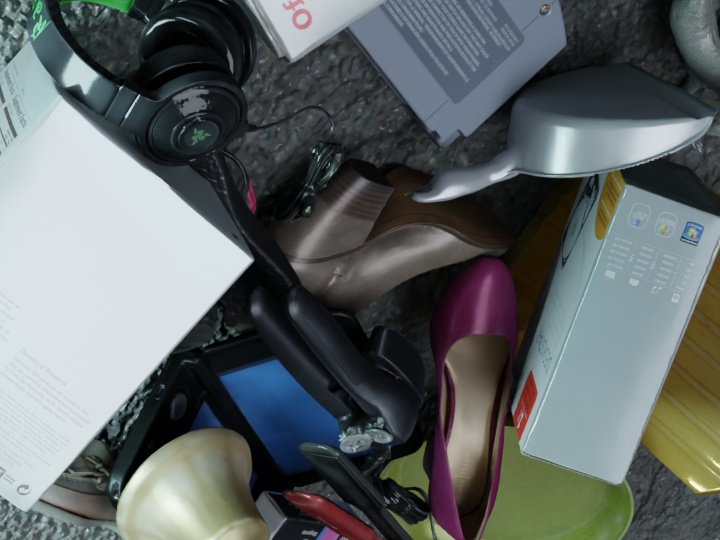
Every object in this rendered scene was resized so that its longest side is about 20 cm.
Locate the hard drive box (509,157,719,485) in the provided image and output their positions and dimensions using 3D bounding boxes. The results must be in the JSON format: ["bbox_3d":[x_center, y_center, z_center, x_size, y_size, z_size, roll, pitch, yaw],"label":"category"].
[{"bbox_3d":[0.175,0.025,1.565,0.076,0.156,0.201,18,103,-6],"label":"hard drive box"}]

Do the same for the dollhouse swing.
[{"bbox_3d":[0.219,0.046,1.666,0.181,0.176,0.200,22,109,-44],"label":"dollhouse swing"}]

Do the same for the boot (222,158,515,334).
[{"bbox_3d":[0.000,0.000,1.557,0.200,0.070,0.146,20,116,-42],"label":"boot"}]

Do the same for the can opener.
[{"bbox_3d":[-0.019,0.061,1.469,0.063,0.079,0.200,-13,149,26],"label":"can opener"}]

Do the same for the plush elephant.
[{"bbox_3d":[0.297,-0.140,1.589,0.164,0.155,0.201,6,118,-39],"label":"plush elephant"}]

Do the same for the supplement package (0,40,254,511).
[{"bbox_3d":[-0.193,-0.002,1.313,0.152,0.151,0.200,41,95,-23],"label":"supplement package"}]

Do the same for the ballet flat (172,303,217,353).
[{"bbox_3d":[-0.187,0.025,1.456,0.199,0.057,0.067,0,146,-30],"label":"ballet flat"}]

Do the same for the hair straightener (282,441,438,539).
[{"bbox_3d":[0.019,0.161,1.577,0.200,0.041,0.077,38,63,-46],"label":"hair straightener"}]

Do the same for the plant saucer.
[{"bbox_3d":[0.110,0.170,1.728,0.199,0.031,0.200,3,139,2],"label":"plant saucer"}]

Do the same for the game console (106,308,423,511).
[{"bbox_3d":[-0.062,0.136,1.552,0.176,0.116,0.200,-64,150,-24],"label":"game console"}]

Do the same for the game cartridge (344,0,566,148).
[{"bbox_3d":[0.055,-0.181,1.471,0.133,0.041,0.200,-40,137,2],"label":"game cartridge"}]

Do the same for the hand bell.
[{"bbox_3d":[-0.062,0.202,1.433,0.104,0.200,0.104,-25,140,-24],"label":"hand bell"}]

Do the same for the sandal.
[{"bbox_3d":[-0.099,-0.045,1.445,0.075,0.045,0.200,-11,131,26],"label":"sandal"}]

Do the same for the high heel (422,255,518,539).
[{"bbox_3d":[0.086,0.093,1.577,0.067,0.096,0.201,-3,121,-14],"label":"high heel"}]

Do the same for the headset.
[{"bbox_3d":[-0.102,-0.099,1.284,0.199,0.124,0.094,26,123,-15],"label":"headset"}]

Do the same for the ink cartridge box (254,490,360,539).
[{"bbox_3d":[-0.085,0.244,1.595,0.095,0.037,0.200,14,117,-51],"label":"ink cartridge box"}]

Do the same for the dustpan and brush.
[{"bbox_3d":[0.125,-0.087,1.528,0.199,0.140,0.058,-10,114,-21],"label":"dustpan and brush"}]

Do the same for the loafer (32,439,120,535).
[{"bbox_3d":[-0.182,0.140,1.534,0.200,0.072,0.063,28,89,-52],"label":"loafer"}]

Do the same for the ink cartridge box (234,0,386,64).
[{"bbox_3d":[-0.006,-0.240,1.317,0.200,0.088,0.146,-35,123,-7],"label":"ink cartridge box"}]
